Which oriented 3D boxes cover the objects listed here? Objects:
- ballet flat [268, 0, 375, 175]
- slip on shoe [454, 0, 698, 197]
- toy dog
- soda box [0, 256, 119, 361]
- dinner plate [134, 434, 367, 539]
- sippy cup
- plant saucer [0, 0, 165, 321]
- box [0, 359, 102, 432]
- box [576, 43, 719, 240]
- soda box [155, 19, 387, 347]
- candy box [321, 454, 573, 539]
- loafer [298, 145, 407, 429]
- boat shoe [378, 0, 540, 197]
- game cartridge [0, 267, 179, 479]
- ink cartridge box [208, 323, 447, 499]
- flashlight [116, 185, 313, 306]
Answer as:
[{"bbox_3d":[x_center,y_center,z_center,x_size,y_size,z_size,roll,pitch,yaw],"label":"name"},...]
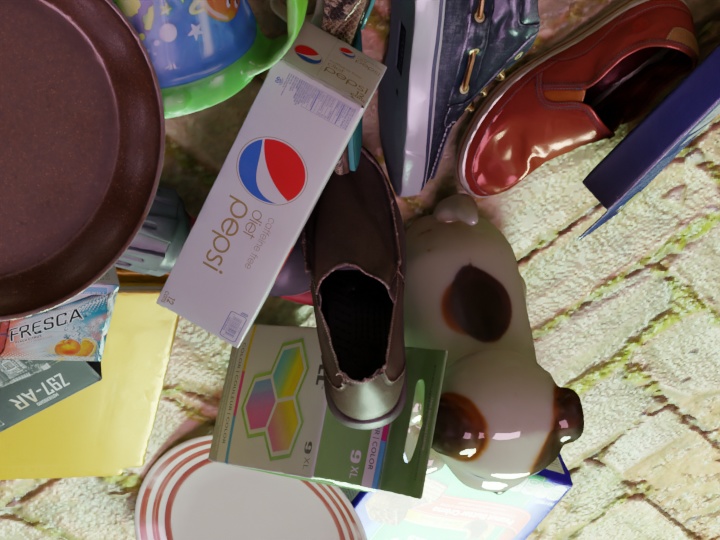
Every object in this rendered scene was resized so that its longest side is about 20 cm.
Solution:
[{"bbox_3d":[-0.022,-0.155,1.272,0.075,0.068,0.201,11,126,1],"label":"ballet flat"},{"bbox_3d":[0.146,-0.113,1.364,0.199,0.061,0.074,-36,135,19],"label":"slip on shoe"},{"bbox_3d":[0.087,0.066,1.417,0.138,0.201,0.195,4,132,-22],"label":"toy dog"},{"bbox_3d":[-0.198,-0.035,1.221,0.068,0.201,0.064,2,132,-20],"label":"soda box"},{"bbox_3d":[-0.083,0.213,1.572,0.198,0.024,0.202,7,117,15],"label":"dinner plate"},{"bbox_3d":[-0.129,-0.177,1.167,0.176,0.140,0.131,-16,126,-16],"label":"sippy cup"},{"bbox_3d":[-0.205,-0.074,1.094,0.199,0.034,0.202,-5,100,-28],"label":"plant saucer"},{"bbox_3d":[-0.299,0.058,1.350,0.199,0.044,0.160,-28,133,14],"label":"box"},{"bbox_3d":[0.221,-0.105,1.367,0.200,0.032,0.121,-47,173,25],"label":"box"},{"bbox_3d":[-0.057,-0.052,1.264,0.063,0.068,0.201,29,121,-1],"label":"soda box"},{"bbox_3d":[0.044,0.194,1.617,0.168,0.077,0.200,17,127,-30],"label":"candy box"},{"bbox_3d":[0.000,0.000,1.323,0.072,0.202,0.071,-9,161,-3],"label":"loafer"},{"bbox_3d":[0.066,-0.132,1.310,0.090,0.071,0.201,-7,135,-14],"label":"boat shoe"},{"bbox_3d":[-0.229,0.076,1.447,0.175,0.033,0.201,1,135,-19],"label":"game cartridge"},{"bbox_3d":[-0.026,0.096,1.400,0.059,0.199,0.105,15,82,-32],"label":"ink cartridge box"},{"bbox_3d":[-0.078,-0.018,1.381,0.199,0.068,0.068,16,160,-26],"label":"flashlight"}]
